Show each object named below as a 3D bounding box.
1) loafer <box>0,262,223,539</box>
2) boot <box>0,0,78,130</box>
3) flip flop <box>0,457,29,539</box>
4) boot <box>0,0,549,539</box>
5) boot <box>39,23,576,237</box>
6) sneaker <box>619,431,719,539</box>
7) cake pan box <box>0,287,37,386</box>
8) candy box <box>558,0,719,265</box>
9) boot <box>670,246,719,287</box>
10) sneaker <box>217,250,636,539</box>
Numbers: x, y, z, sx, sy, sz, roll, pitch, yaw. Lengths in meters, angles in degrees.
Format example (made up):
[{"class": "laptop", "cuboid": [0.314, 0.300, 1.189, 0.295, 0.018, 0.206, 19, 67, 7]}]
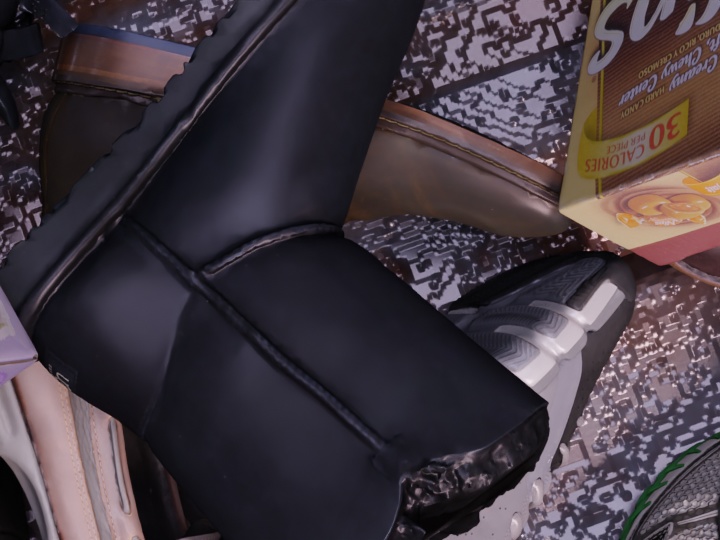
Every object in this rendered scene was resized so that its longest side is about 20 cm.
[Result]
[{"class": "loafer", "cuboid": [-0.077, 0.085, 1.002, 0.063, 0.072, 0.200, -21, 96, 6]}, {"class": "boot", "cuboid": [-0.196, -0.062, 1.033, 0.198, 0.073, 0.163, -7, 58, 30]}, {"class": "flip flop", "cuboid": [-0.144, 0.108, 1.019, 0.058, 0.081, 0.200, -24, 87, 10]}, {"class": "boot", "cuboid": [0.000, 0.000, 0.948, 0.168, 0.076, 0.200, 40, 78, 12]}, {"class": "boot", "cuboid": [-0.022, -0.017, 1.039, 0.200, 0.075, 0.097, 15, 87, 13]}, {"class": "sneaker", "cuboid": [0.169, 0.068, 1.016, 0.200, 0.085, 0.078, -37, 83, -5]}, {"class": "cake pan box", "cuboid": [-0.221, -0.002, 0.945, 0.200, 0.052, 0.184, -35, 80, 22]}, {"class": "candy box", "cuboid": [0.137, -0.111, 1.002, 0.055, 0.115, 0.200, 26, 62, -30]}, {"class": "boot", "cuboid": [0.200, -0.040, 0.991, 0.200, 0.166, 0.072, -5, 81, -1]}, {"class": "sneaker", "cuboid": [0.041, 0.090, 1.030, 0.200, 0.075, 0.116, -42, 112, -22]}]
